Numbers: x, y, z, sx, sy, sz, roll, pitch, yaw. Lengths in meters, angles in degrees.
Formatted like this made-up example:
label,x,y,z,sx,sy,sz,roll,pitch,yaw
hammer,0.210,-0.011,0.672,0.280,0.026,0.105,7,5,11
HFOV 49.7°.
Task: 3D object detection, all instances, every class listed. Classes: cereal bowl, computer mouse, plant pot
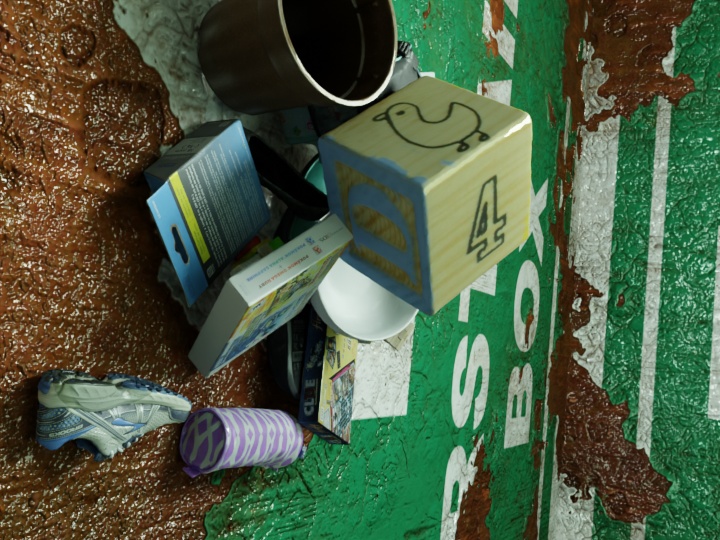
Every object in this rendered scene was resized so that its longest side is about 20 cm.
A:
label,x,y,z,sx,sy,sz,roll,pitch,yaw
cereal bowl,0.000,0.000,1.133,0.196,0.083,0.206,2,86,-31
computer mouse,-0.107,0.091,1.160,0.138,0.051,0.206,22,65,-67
plant pot,-0.089,-0.289,0.967,0.198,0.195,0.206,3,85,-46

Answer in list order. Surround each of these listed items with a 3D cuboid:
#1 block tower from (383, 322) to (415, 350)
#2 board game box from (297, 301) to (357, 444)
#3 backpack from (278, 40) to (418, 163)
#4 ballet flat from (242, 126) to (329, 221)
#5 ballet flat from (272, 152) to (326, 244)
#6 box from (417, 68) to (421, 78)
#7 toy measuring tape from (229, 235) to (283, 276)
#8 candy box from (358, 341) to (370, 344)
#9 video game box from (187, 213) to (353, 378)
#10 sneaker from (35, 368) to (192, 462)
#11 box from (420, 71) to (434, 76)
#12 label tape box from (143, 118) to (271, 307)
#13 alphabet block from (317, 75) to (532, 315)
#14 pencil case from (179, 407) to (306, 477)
label,x,y,z,sx,sy,sz,roll,pitch,yaw
block tower,0.011,0.054,1.258,0.054,0.057,0.200,-53,131,-10
board game box,-0.045,0.150,1.189,0.136,0.034,0.205,52,38,-58
backpack,-0.024,-0.242,1.125,0.176,0.196,0.156,-49,137,-42
ballet flat,-0.116,-0.140,1.063,0.199,0.056,0.068,38,54,-31
ballet flat,-0.081,-0.101,1.170,0.074,0.072,0.203,60,42,-45
box,0.116,-0.225,1.232,0.137,0.039,0.203,52,17,-48
toy measuring tape,-0.147,0.000,1.023,0.200,0.072,0.076,-53,140,-73
candy box,-0.009,0.011,1.324,0.116,0.054,0.203,-57,139,-41
video game box,-0.114,0.034,0.970,0.181,0.047,0.201,-38,171,-39
sneaker,-0.270,0.160,0.845,0.198,0.076,0.087,19,85,-54
box,0.062,-0.244,1.382,0.152,0.104,0.205,-25,114,-58
label tape box,-0.199,-0.074,0.949,0.201,0.062,0.147,-54,138,-46
alphabet block,0.087,-0.102,1.000,0.199,0.194,0.200,-35,138,-28
pencil case,-0.157,0.230,1.048,0.199,0.083,0.087,24,95,-59
